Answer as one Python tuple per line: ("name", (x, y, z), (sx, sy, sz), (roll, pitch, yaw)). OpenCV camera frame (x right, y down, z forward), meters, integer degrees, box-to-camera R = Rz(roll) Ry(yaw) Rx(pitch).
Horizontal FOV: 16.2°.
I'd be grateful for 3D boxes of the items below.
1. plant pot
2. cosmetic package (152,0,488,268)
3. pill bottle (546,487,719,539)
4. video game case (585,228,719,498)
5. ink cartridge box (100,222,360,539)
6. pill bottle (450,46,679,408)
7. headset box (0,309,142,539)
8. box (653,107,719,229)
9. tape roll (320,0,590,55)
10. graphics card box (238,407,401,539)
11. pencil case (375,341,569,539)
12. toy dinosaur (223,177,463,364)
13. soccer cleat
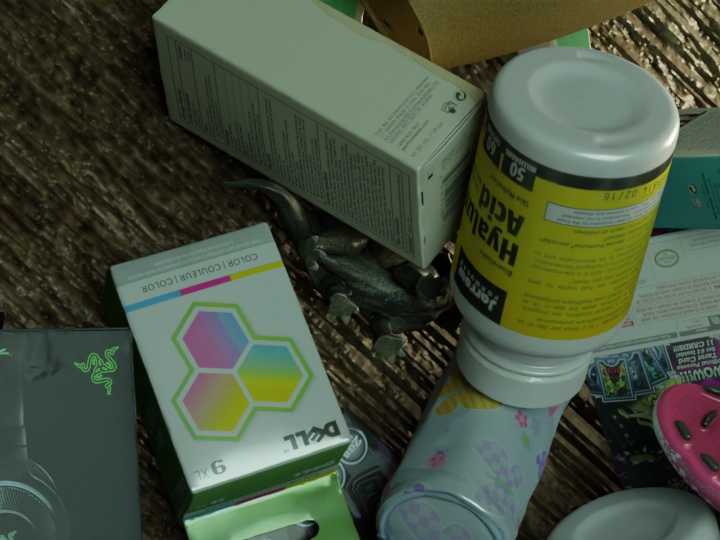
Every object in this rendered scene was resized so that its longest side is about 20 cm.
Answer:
("plant pot", (0.096, -0.214, 1.552), (0.199, 0.186, 0.187), (-34, 97, -14))
("cosmetic package", (-0.023, -0.097, 1.504), (0.199, 0.104, 0.073), (32, 63, 22))
("pill bottle", (0.189, 0.247, 1.581), (0.112, 0.112, 0.201), (-27, 113, -26))
("video game case", (0.234, 0.048, 1.552), (0.182, 0.199, 0.036), (69, 25, -18))
("ink cartridge box", (-0.073, 0.082, 1.496), (0.103, 0.059, 0.201), (-16, 74, -18))
("pill bottle", (0.112, -0.020, 1.474), (0.110, 0.201, 0.112), (6, 38, -5))
("headset box", (-0.218, 0.124, 1.437), (0.173, 0.093, 0.202), (1, 81, -26))
("box", (0.187, -0.063, 1.550), (0.082, 0.199, 0.050), (-29, 108, -33))
("tape roll", (0.053, -0.140, 1.632), (0.199, 0.048, 0.202), (4, 80, -25))
("graphics card box", (0.016, 0.197, 1.560), (0.200, 0.051, 0.126), (44, 67, -12))
("pencil case", (0.078, 0.106, 1.547), (0.091, 0.083, 0.201), (64, 33, -30))
("toy dinosaur", (0.000, 0.000, 1.571), (0.199, 0.102, 0.078), (19, 102, -7))
("soccer cleat", (0.250, 0.152, 1.540), (0.199, 0.086, 0.070), (37, 53, 4))
